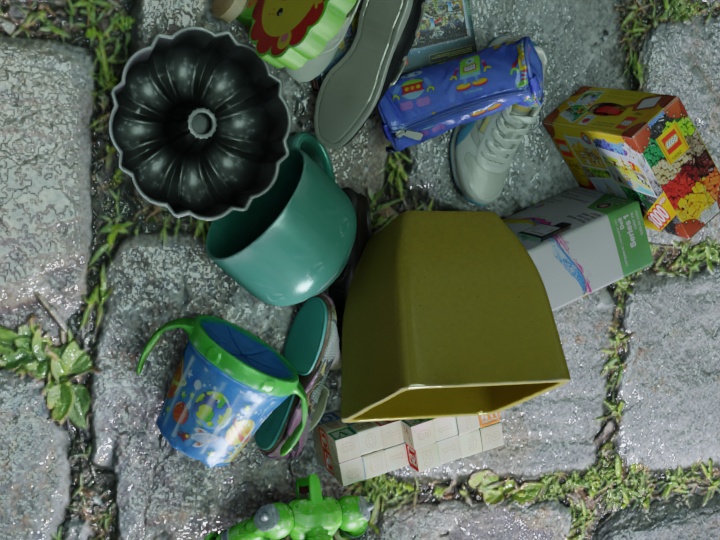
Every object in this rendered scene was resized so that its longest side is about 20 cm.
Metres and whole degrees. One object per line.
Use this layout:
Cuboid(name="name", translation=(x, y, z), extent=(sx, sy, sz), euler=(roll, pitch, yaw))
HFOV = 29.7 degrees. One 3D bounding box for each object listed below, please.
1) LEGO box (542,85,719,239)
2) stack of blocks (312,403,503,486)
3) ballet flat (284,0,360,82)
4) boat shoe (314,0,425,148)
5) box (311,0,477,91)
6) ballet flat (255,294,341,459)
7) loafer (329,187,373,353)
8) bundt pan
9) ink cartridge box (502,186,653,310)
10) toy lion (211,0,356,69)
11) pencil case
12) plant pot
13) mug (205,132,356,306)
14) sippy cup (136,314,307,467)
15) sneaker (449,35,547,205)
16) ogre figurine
Cuboid(name="LEGO box", translation=(0.325, -0.132, 1.605), extent=(0.077, 0.200, 0.150), euler=(-39, 112, -11))
Cuboid(name="stack of blocks", translation=(0.055, 0.190, 1.602), extent=(0.197, 0.115, 0.059), euler=(-15, 106, -19))
Cuboid(name="ballet flat", translation=(-0.024, -0.297, 1.458), extent=(0.069, 0.069, 0.202), euler=(27, 89, -25))
Cuboid(name="boat shoe", translation=(0.012, -0.226, 1.489), extent=(0.060, 0.073, 0.202), euler=(5, 108, -61))
Cuboid(name="box", translation=(0.029, -0.291, 1.538), extent=(0.198, 0.038, 0.139), euler=(-16, 106, -19))
Cuboid(name="ballet flat", translation=(-0.061, 0.125, 1.574), extent=(0.071, 0.069, 0.202), euler=(14, 99, -42))
Cuboid(name="loafer", translation=(0.000, 0.000, 1.573), extent=(0.071, 0.073, 0.203), euler=(-13, 110, -30))
Cuboid(name="bundt pan", translation=(-0.177, -0.152, 1.447), extent=(0.199, 0.076, 0.205), euler=(1, 89, -21))
Cuboid(name="ink cartridge box", translation=(0.221, -0.019, 1.613), extent=(0.198, 0.145, 0.085), euler=(-23, 108, -16))
Cuboid(name="toy lion", translation=(-0.061, -0.308, 1.404), extent=(0.068, 0.191, 0.202), euler=(26, 86, -38))
Cuboid(name="pencil case", translation=(0.109, -0.196, 1.523), extent=(0.197, 0.087, 0.078), euler=(-16, 130, 14))
Cuboid(name="plant pot", translation=(0.087, 0.045, 1.472), extent=(0.192, 0.195, 0.203), euler=(0, 73, -22))
Cuboid(name="mug", translation=(-0.068, -0.051, 1.483), extent=(0.114, 0.152, 0.186), euler=(42, 83, -28))
Cuboid(name="sippy cup", translation=(-0.156, 0.140, 1.502), extent=(0.131, 0.177, 0.139), euler=(-59, 153, 9))
Cuboid(name="sneaker", translation=(0.163, -0.174, 1.594), extent=(0.076, 0.081, 0.203), euler=(10, 98, -25))
Cuboid(name="ogre figurine", translation=(-0.070, 0.294, 1.566), extent=(0.198, 0.120, 0.099), euler=(17, 58, -16))
